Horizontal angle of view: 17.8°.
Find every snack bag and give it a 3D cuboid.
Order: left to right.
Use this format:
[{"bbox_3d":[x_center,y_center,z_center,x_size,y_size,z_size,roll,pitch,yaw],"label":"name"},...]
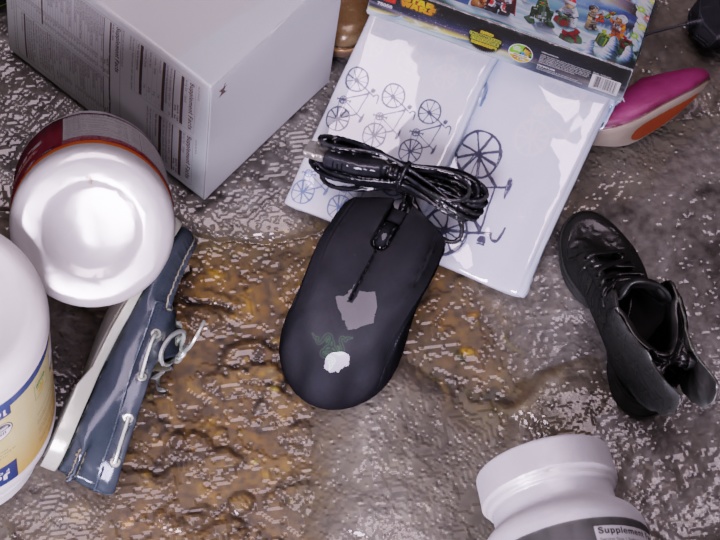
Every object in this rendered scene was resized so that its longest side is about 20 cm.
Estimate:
[{"bbox_3d":[0.069,-0.093,1.695,0.199,0.021,0.189,25,85,10],"label":"snack bag"}]

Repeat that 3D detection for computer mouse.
[{"bbox_3d":[0.000,0.000,1.636,0.138,0.053,0.201,18,74,7],"label":"computer mouse"},{"bbox_3d":[0.252,-0.183,1.803,0.199,0.034,0.059,-11,54,-4],"label":"computer mouse"}]

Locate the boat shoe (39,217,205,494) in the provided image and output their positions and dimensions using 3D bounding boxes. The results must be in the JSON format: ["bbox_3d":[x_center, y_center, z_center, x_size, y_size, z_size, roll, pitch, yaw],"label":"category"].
[{"bbox_3d":[-0.154,0.059,1.595,0.062,0.075,0.200,27,65,-9],"label":"boat shoe"}]

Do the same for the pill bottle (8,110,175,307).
[{"bbox_3d":[-0.185,-0.049,1.580,0.109,0.200,0.110,-2,103,-7],"label":"pill bottle"}]

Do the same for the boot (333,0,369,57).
[{"bbox_3d":[-0.038,-0.257,1.786,0.073,0.076,0.200,-15,65,-15],"label":"boot"}]

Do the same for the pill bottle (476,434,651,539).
[{"bbox_3d":[0.144,0.219,1.518,0.115,0.116,0.201,-9,62,-10],"label":"pill bottle"}]

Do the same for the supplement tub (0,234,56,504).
[{"bbox_3d":[-0.273,0.070,1.509,0.144,0.200,0.145,2,62,-4],"label":"supplement tub"}]

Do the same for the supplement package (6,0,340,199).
[{"bbox_3d":[-0.139,-0.193,1.696,0.200,0.151,0.152,37,63,15],"label":"supplement package"}]

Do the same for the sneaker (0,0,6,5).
[{"bbox_3d":[-0.314,-0.235,1.750,0.199,0.074,0.084,-21,67,-26],"label":"sneaker"}]

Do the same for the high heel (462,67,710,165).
[{"bbox_3d":[0.163,-0.133,1.738,0.199,0.067,0.096,-25,77,-14],"label":"high heel"}]

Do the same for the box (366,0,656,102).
[{"bbox_3d":[0.119,-0.215,1.701,0.199,0.040,0.137,19,52,2],"label":"box"}]

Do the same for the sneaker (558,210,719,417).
[{"bbox_3d":[0.196,0.025,1.636,0.060,0.104,0.200,-12,63,-11],"label":"sneaker"}]
